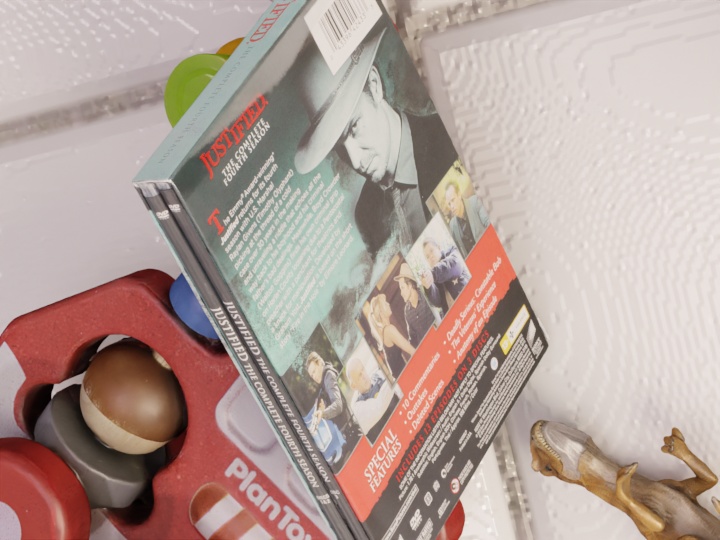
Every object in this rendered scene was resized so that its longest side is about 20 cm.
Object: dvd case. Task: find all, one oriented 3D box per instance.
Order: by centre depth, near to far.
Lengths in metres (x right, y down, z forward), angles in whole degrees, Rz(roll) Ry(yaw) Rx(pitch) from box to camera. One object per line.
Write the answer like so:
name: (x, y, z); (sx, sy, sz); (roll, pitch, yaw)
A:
dvd case: (0.000, 0.000, 0.954); (0.022, 0.146, 0.201); (-2, 130, 36)

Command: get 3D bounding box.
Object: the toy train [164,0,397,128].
toy train: (-0.041, -0.078, 1.018); (0.084, 0.116, 0.201); (-23, 89, 27)

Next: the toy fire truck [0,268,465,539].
toy fire truck: (-0.069, 0.085, 1.060); (0.200, 0.112, 0.168); (46, 117, 11)

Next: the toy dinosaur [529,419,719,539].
toy dinosaur: (0.149, 0.126, 1.008); (0.200, 0.060, 0.106); (54, 141, 14)
